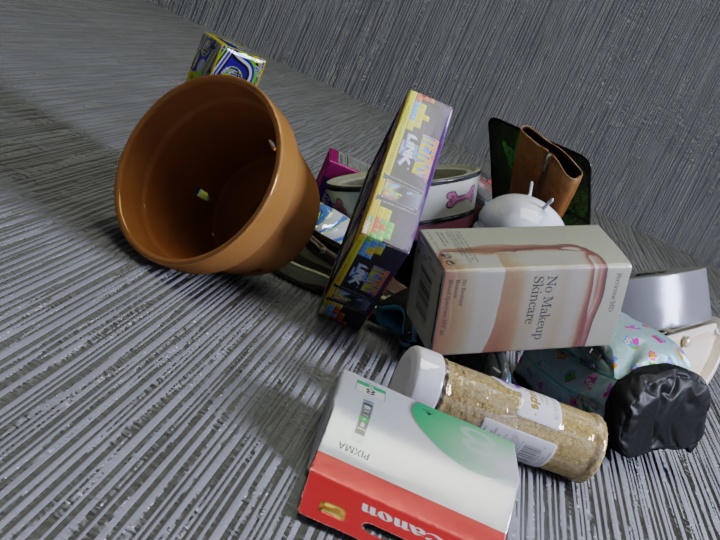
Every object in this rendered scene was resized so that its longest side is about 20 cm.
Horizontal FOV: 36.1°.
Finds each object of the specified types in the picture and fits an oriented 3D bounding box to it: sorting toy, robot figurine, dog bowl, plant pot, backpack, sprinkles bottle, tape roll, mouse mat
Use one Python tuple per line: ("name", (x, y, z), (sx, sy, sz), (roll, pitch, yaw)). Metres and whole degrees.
("sorting toy", (0.349, 0.106, 1.440), (0.179, 0.108, 0.199), (20, 19, 42))
("robot figurine", (0.174, -0.005, 1.311), (0.112, 0.201, 0.170), (14, 18, -31))
("dog bowl", (0.057, -0.086, 1.400), (0.198, 0.075, 0.200), (-5, 11, 1))
("plant pot", (-0.131, -0.080, 1.137), (0.199, 0.201, 0.140), (34, 1, 33))
("backpack", (0.265, 0.111, 1.199), (0.166, 0.128, 0.200), (8, 18, -39))
("sprinkles bottle", (0.125, 0.132, 1.005), (0.198, 0.069, 0.068), (22, 14, -14))
("tape roll", (0.341, 0.039, 1.406), (0.198, 0.067, 0.200), (-8, 1, 0))
("mouse mat", (0.228, -0.090, 1.412), (0.008, 0.201, 0.160), (-37, 48, -29))

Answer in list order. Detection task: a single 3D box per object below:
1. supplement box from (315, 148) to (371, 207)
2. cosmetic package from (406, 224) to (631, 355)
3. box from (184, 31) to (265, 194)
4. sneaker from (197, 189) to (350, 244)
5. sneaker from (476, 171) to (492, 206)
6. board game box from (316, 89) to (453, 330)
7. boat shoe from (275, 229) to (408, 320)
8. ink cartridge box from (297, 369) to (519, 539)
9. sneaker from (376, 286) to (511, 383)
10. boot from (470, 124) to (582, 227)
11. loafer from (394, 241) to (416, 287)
("supplement box", (0.027, -0.081, 1.550), (0.198, 0.102, 0.103), (22, 14, -6))
("cosmetic package", (0.156, 0.018, 1.105), (0.198, 0.104, 0.087), (-4, 31, -15))
("box", (-0.188, -0.178, 1.337), (0.064, 0.201, 0.070), (14, 16, -33))
("sneaker", (-0.092, -0.060, 1.283), (0.198, 0.077, 0.105), (10, -8, -14))
("sneaker", (0.181, -0.046, 1.578), (0.070, 0.202, 0.098), (-14, 17, 21))
("board game box", (0.026, -0.062, 1.166), (0.056, 0.166, 0.201), (23, 56, -6))
("boat shoe", (0.000, 0.002, 1.256), (0.201, 0.075, 0.075), (22, 14, -9))
("ink cartridge box", (0.042, 0.153, 0.834), (0.160, 0.050, 0.200), (24, 12, -2))
("sneaker", (0.087, 0.084, 1.159), (0.081, 0.074, 0.200), (-14, 34, -22))
("boot", (0.185, -0.095, 1.399), (0.068, 0.201, 0.188), (-21, 50, -25))
("loafer", (0.039, -0.010, 1.415), (0.072, 0.074, 0.200), (-1, 8, 24))
